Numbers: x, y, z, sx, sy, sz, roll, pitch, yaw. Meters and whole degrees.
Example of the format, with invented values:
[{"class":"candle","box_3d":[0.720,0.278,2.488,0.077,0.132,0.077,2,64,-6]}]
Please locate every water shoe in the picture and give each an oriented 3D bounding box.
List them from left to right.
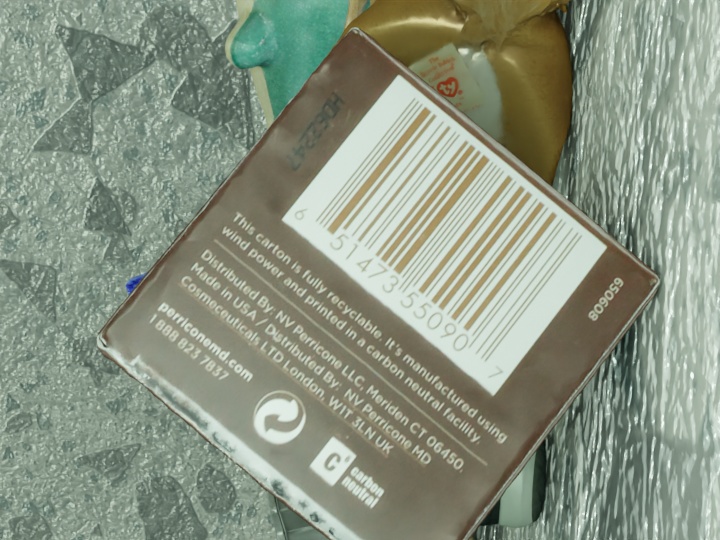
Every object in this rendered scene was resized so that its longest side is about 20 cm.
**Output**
[{"class":"water shoe","box_3d":[0.054,0.098,0.881,0.200,0.078,0.072,172,103,-86]}]

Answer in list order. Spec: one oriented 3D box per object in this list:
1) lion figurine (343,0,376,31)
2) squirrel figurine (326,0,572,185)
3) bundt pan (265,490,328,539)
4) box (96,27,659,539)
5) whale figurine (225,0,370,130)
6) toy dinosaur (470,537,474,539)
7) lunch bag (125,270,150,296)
[{"class":"lion figurine","box_3d":[0.051,-0.205,1.021,0.200,0.072,0.124,-8,-74,-71]},{"class":"squirrel figurine","box_3d":[0.066,-0.147,0.857,0.187,0.140,0.201,-70,2,-62]},{"class":"bundt pan","box_3d":[-0.012,0.154,0.998,0.202,0.075,0.204,-16,-90,-89]},{"class":"box","box_3d":[0.002,0.026,0.688,0.165,0.165,0.200,-51,-1,-8]},{"class":"whale figurine","box_3d":[-0.023,-0.153,1.098,0.103,0.158,0.202,21,108,40]},{"class":"toy dinosaur","box_3d":[0.063,0.219,0.910,0.106,0.060,0.202,-152,56,-67]},{"class":"lunch bag","box_3d":[-0.032,0.011,1.056,0.150,0.199,0.095,25,-143,-60]}]
